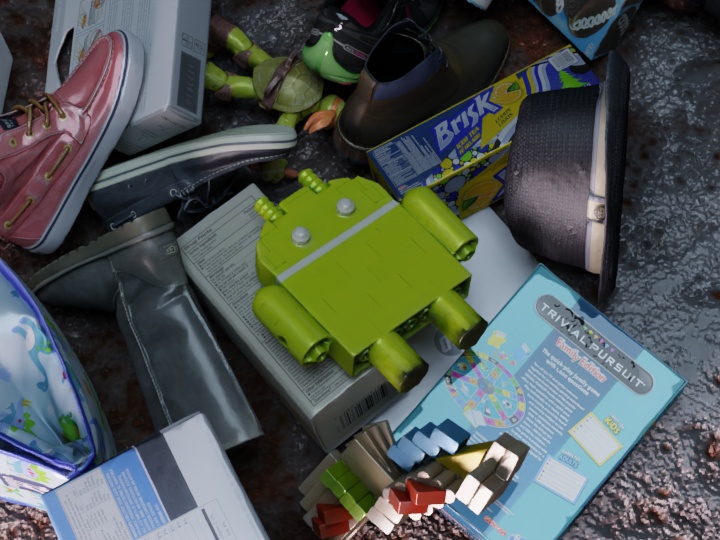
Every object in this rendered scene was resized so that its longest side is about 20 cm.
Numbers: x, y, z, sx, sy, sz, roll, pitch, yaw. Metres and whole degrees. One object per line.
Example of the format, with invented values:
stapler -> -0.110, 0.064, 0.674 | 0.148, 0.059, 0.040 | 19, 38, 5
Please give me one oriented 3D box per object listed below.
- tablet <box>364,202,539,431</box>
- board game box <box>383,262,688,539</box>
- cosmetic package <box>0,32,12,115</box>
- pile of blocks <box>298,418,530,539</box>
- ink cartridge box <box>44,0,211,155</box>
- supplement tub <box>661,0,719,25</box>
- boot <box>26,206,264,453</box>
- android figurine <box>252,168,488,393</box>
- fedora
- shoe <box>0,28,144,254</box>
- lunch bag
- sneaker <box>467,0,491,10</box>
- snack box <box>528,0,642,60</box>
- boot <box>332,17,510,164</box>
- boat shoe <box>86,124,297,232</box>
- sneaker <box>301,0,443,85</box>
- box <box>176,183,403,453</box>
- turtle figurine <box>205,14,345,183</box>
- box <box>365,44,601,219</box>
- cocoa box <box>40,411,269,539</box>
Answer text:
tablet -> 0.061, 0.043, 1.448 | 0.200, 0.014, 0.130 | -36, 70, -10
board game box -> 0.135, 0.119, 1.387 | 0.151, 0.047, 0.200 | 40, 76, 13
cosmetic package -> -0.402, -0.161, 1.463 | 0.166, 0.200, 0.167 | 3, 67, 5
pile of blocks -> 0.027, 0.156, 1.322 | 0.199, 0.062, 0.082 | -21, 94, 30
ink cartridge box -> -0.202, -0.195, 1.528 | 0.173, 0.043, 0.201 | -19, 59, 41
supplement tub -> 0.266, -0.299, 1.527 | 0.107, 0.107, 0.200 | -40, 71, -12
boot -> -0.174, 0.068, 1.419 | 0.072, 0.181, 0.201 | -28, 94, -45
android figurine -> 0.000, 0.000, 1.360 | 0.182, 0.041, 0.200 | -32, 64, -23
fedora -> 0.162, -0.075, 1.392 | 0.091, 0.201, 0.202 | 5, 68, 9
shoe -> -0.255, -0.116, 1.445 | 0.071, 0.091, 0.201 | 30, 95, 51
lunch bag -> -0.259, 0.107, 1.358 | 0.127, 0.170, 0.200 | -42, 73, -13
sneaker -> 0.081, -0.324, 1.549 | 0.081, 0.076, 0.200 | -42, 66, 22
snack box -> 0.207, -0.290, 1.483 | 0.037, 0.200, 0.116 | -25, 63, -40
boot -> 0.063, -0.172, 1.477 | 0.075, 0.097, 0.200 | 42, 62, 15
boat shoe -> -0.138, -0.076, 1.460 | 0.199, 0.075, 0.063 | -16, 97, 22
sneaker -> 0.022, -0.233, 1.508 | 0.076, 0.084, 0.200 | 27, 45, 9
box -> -0.058, 0.036, 1.412 | 0.095, 0.078, 0.200 | -36, 63, -10
turtle figurine -> -0.077, -0.150, 1.510 | 0.161, 0.064, 0.201 | 23, 71, 13
box -> 0.109, -0.105, 1.471 | 0.199, 0.070, 0.064 | -28, 57, -8
cocoa box -> -0.131, 0.213, 1.288 | 0.131, 0.200, 0.134 | -27, 69, -7
